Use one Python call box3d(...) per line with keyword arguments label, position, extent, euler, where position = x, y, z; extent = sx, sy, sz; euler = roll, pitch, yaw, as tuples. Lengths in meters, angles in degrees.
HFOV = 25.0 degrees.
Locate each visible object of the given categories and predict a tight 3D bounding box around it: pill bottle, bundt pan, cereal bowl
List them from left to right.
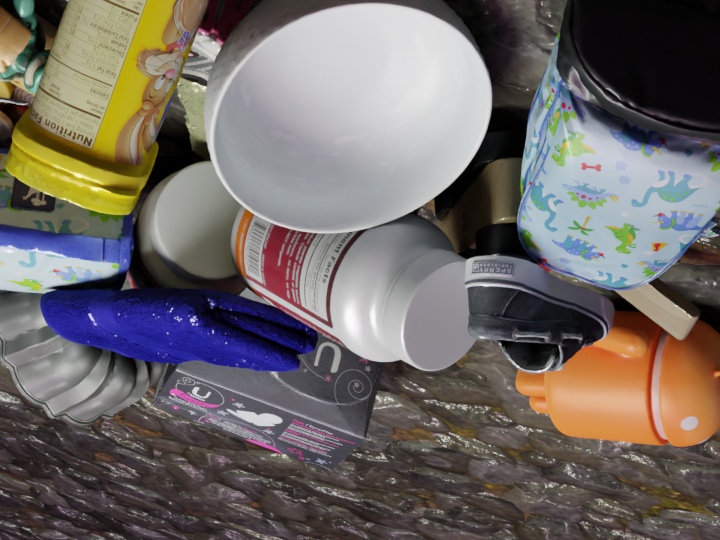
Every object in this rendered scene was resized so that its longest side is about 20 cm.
box3d(label="bundt pan", position=(-0.253, 0.041, 1.551), extent=(0.075, 0.203, 0.202), euler=(-19, 139, 35))
box3d(label="pill bottle", position=(-0.138, -0.024, 1.382), extent=(0.113, 0.114, 0.200), euler=(21, 167, -8))
box3d(label="cereal bowl", position=(-0.014, -0.124, 1.117), extent=(0.199, 0.084, 0.201), euler=(-10, 135, -10))
box3d(label="pill bottle", position=(0.000, 0.000, 1.224), extent=(0.200, 0.113, 0.113), euler=(28, 170, 45))

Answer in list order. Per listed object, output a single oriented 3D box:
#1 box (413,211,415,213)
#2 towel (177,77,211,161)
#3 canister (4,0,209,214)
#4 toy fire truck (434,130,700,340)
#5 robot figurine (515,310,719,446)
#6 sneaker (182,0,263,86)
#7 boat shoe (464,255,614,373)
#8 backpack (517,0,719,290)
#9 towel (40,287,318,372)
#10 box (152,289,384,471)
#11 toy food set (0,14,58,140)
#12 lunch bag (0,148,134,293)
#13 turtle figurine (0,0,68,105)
box3d(label="box", position=(-0.002, -0.016, 1.447), extent=(0.109, 0.035, 0.200), euler=(12, 155, 12))
box3d(label="towel", position=(-0.046, -0.110, 1.277), extent=(0.199, 0.037, 0.149), euler=(13, 157, 8))
box3d(label="canister", position=(-0.142, -0.151, 1.005), extent=(0.086, 0.201, 0.149), euler=(21, -166, -8))
box3d(label="toy fire truck", position=(0.170, -0.019, 1.256), extent=(0.199, 0.129, 0.176), euler=(0, 164, -12))
box3d(label="robot figurine", position=(0.238, 0.093, 1.422), extent=(0.199, 0.117, 0.145), euler=(3, 114, 28))
box3d(label="sneaker", position=(-0.149, -0.184, 1.139), extent=(0.199, 0.074, 0.087), euler=(27, 148, -32))
box3d(label="boat shoe", position=(0.129, 0.041, 1.169), extent=(0.071, 0.068, 0.200), euler=(2, 170, 26))
box3d(label="backpack", position=(0.177, -0.079, 1.076), extent=(0.162, 0.155, 0.200), euler=(17, 163, -7))
box3d(label="towel", position=(-0.150, 0.050, 1.330), extent=(0.199, 0.050, 0.147), euler=(-2, 167, 43))
box3d(label="box", position=(-0.085, 0.094, 1.619), extent=(0.199, 0.133, 0.115), euler=(22, 152, -11))
box3d(label="toy food set", position=(-0.301, -0.160, 1.322), extent=(0.199, 0.049, 0.198), euler=(17, 156, -1))
box3d(label="lunch bag", position=(-0.279, -0.037, 1.376), extent=(0.169, 0.128, 0.200), euler=(5, -171, -10))
box3d(label="turtle figurine", position=(-0.277, -0.177, 1.176), extent=(0.199, 0.150, 0.101), euler=(32, 168, -8))
